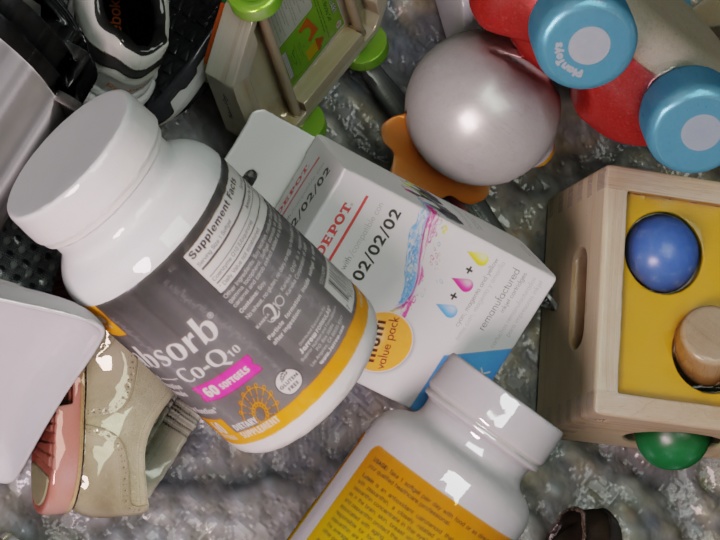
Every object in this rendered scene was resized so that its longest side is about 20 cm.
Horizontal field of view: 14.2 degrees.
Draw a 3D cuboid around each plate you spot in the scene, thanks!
[{"bbox_3d":[-0.261,0.042,1.620,0.200,0.200,0.032,16,56,-15],"label":"plate"}]

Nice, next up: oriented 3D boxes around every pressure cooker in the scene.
[{"bbox_3d":[-0.260,-0.100,1.657,0.176,0.179,0.200,42,68,-28],"label":"pressure cooker"}]

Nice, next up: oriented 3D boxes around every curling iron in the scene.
[{"bbox_3d":[0.057,-0.050,1.823,0.026,0.050,0.200,-35,86,-22],"label":"curling iron"}]

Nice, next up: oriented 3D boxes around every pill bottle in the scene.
[{"bbox_3d":[0.029,0.153,1.703,0.111,0.111,0.200,36,90,-9],"label":"pill bottle"},{"bbox_3d":[-0.093,0.000,1.608,0.200,0.116,0.116,44,68,-24],"label":"pill bottle"}]

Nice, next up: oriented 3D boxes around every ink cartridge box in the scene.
[{"bbox_3d":[0.000,0.000,1.734,0.200,0.068,0.115,26,101,-24],"label":"ink cartridge box"}]

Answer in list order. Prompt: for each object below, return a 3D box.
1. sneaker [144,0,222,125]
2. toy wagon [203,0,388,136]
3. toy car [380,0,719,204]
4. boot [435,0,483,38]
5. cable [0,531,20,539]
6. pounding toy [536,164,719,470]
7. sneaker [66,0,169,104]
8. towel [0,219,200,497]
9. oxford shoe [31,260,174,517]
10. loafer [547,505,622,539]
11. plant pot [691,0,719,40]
[{"bbox_3d":[-0.065,-0.158,1.782,0.083,0.072,0.200,44,74,-37],"label":"sneaker"},{"bbox_3d":[-0.019,-0.169,1.761,0.040,0.155,0.200,28,69,24],"label":"toy wagon"},{"bbox_3d":[0.105,-0.106,1.761,0.177,0.184,0.200,35,112,-26],"label":"toy car"},{"bbox_3d":[0.092,-0.237,1.852,0.095,0.074,0.200,-4,79,-12],"label":"boot"},{"bbox_3d":[-0.220,0.264,1.649,0.200,0.069,0.200,-42,94,-21],"label":"cable"},{"bbox_3d":[0.221,0.049,1.801,0.184,0.142,0.200,8,76,-16],"label":"pounding toy"},{"bbox_3d":[-0.145,-0.197,1.717,0.074,0.080,0.200,-6,76,-23],"label":"sneaker"},{"bbox_3d":[-0.157,0.008,1.741,0.200,0.035,0.193,33,71,-10],"label":"towel"},{"bbox_3d":[-0.144,0.046,1.695,0.074,0.071,0.200,9,88,-19],"label":"oxford shoe"},{"bbox_3d":[0.090,0.220,1.759,0.071,0.073,0.200,36,70,-10],"label":"loafer"},{"bbox_3d":[0.327,-0.101,1.862,0.187,0.187,0.200,-27,102,-21],"label":"plant pot"}]
